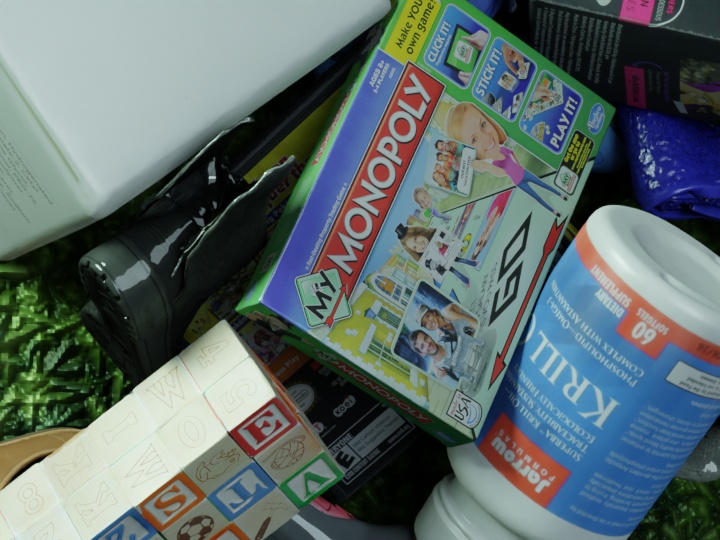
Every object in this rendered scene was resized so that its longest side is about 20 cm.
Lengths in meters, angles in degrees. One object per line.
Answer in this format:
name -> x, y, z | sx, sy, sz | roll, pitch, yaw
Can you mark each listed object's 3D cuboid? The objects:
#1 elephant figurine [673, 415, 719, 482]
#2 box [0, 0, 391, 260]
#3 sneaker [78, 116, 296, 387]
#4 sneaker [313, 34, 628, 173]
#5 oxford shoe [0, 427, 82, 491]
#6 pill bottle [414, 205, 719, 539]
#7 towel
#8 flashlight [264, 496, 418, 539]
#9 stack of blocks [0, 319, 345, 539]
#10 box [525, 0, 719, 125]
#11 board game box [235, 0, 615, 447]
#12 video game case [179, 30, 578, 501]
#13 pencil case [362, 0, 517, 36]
elephant figurine -> 0.197, 0.046, 1.231 | 0.155, 0.199, 0.142 | -53, 133, -17
box -> -0.136, -0.145, 1.121 | 0.199, 0.171, 0.201 | -37, 100, -25
sneaker -> -0.086, -0.005, 1.111 | 0.104, 0.200, 0.060 | -40, 80, -14
sneaker -> 0.062, -0.087, 1.269 | 0.199, 0.066, 0.079 | 24, 70, -17
oxford shoe -> -0.207, 0.124, 1.114 | 0.199, 0.071, 0.072 | -22, 95, -25
pill bottle -> 0.113, 0.076, 1.141 | 0.112, 0.112, 0.201 | 24, 111, -21
towel -> 0.201, -0.121, 1.306 | 0.147, 0.049, 0.201 | 7, 64, -43
flashlight -> -0.027, 0.126, 1.187 | 0.200, 0.068, 0.068 | 38, 85, -1
stack of blocks -> -0.109, 0.130, 1.095 | 0.200, 0.059, 0.115 | -38, 142, 0
box -> 0.197, -0.155, 1.209 | 0.199, 0.106, 0.123 | 13, 71, 6
board game box -> 0.036, -0.032, 1.109 | 0.134, 0.029, 0.201 | 33, 67, -20
video game case -> 0.000, 0.000, 1.189 | 0.200, 0.026, 0.181 | -41, 105, 16
pencil case -> -0.003, -0.199, 1.201 | 0.078, 0.087, 0.200 | -24, 69, -36
